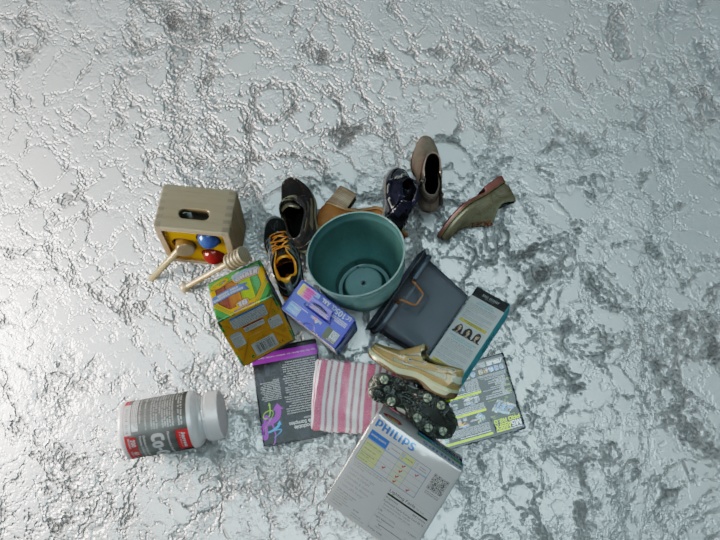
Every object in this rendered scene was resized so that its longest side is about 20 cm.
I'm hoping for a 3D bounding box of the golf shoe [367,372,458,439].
[{"bbox_3d":[0.106,0.263,1.494,0.199,0.088,0.078,33,86,-1],"label":"golf shoe"}]

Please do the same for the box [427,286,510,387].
[{"bbox_3d":[0.224,0.136,1.541,0.082,0.049,0.201,29,66,22],"label":"box"}]

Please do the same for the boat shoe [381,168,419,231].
[{"bbox_3d":[0.093,-0.174,1.580,0.074,0.093,0.201,21,41,-14],"label":"boat shoe"}]

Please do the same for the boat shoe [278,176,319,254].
[{"bbox_3d":[-0.134,-0.130,1.599,0.074,0.073,0.202,-29,55,12],"label":"boat shoe"}]

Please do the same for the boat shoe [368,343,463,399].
[{"bbox_3d":[0.113,0.179,1.480,0.198,0.072,0.077,23,100,16],"label":"boat shoe"}]

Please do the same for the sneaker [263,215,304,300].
[{"bbox_3d":[-0.163,-0.037,1.595,0.077,0.077,0.202,-20,64,-1],"label":"sneaker"}]

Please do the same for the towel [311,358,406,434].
[{"bbox_3d":[-0.001,0.260,1.534,0.197,0.030,0.149,6,77,-11],"label":"towel"}]

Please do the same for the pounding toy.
[{"bbox_3d":[-0.355,-0.069,1.573,0.197,0.185,0.144,5,65,2],"label":"pounding toy"}]

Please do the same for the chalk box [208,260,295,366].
[{"bbox_3d":[-0.228,0.072,1.533,0.124,0.125,0.200,-26,33,-5],"label":"chalk box"}]

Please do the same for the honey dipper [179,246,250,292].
[{"bbox_3d":[-0.312,0.002,1.570,0.198,0.038,0.038,-24,74,32],"label":"honey dipper"}]

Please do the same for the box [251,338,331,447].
[{"bbox_3d":[-0.146,0.254,1.554,0.141,0.036,0.203,-9,75,-3],"label":"box"}]

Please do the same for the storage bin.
[{"bbox_3d":[0.125,0.078,1.548,0.134,0.146,0.201,35,79,-2],"label":"storage bin"}]

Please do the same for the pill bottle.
[{"bbox_3d":[-0.375,0.306,1.504,0.197,0.114,0.116,-10,76,-1],"label":"pill bottle"}]

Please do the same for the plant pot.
[{"bbox_3d":[0.000,0.000,1.521,0.197,0.135,0.203,-5,57,8],"label":"plant pot"}]

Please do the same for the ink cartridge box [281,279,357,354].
[{"bbox_3d":[-0.080,0.097,1.504,0.136,0.200,0.077,36,84,7],"label":"ink cartridge box"}]

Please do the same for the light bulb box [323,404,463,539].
[{"bbox_3d":[0.068,0.402,1.447,0.197,0.125,0.201,33,94,7],"label":"light bulb box"}]

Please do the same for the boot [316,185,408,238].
[{"bbox_3d":[-0.010,-0.073,1.616,0.198,0.074,0.156,30,80,16],"label":"boot"}]

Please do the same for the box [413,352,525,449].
[{"bbox_3d":[0.221,0.273,1.541,0.197,0.044,0.162,-15,78,-2],"label":"box"}]

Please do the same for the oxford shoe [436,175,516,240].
[{"bbox_3d":[0.254,-0.121,1.622,0.199,0.070,0.075,-39,84,-7],"label":"oxford shoe"}]

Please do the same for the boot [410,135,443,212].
[{"bbox_3d":[0.149,-0.220,1.606,0.069,0.146,0.203,-3,77,0],"label":"boot"}]
